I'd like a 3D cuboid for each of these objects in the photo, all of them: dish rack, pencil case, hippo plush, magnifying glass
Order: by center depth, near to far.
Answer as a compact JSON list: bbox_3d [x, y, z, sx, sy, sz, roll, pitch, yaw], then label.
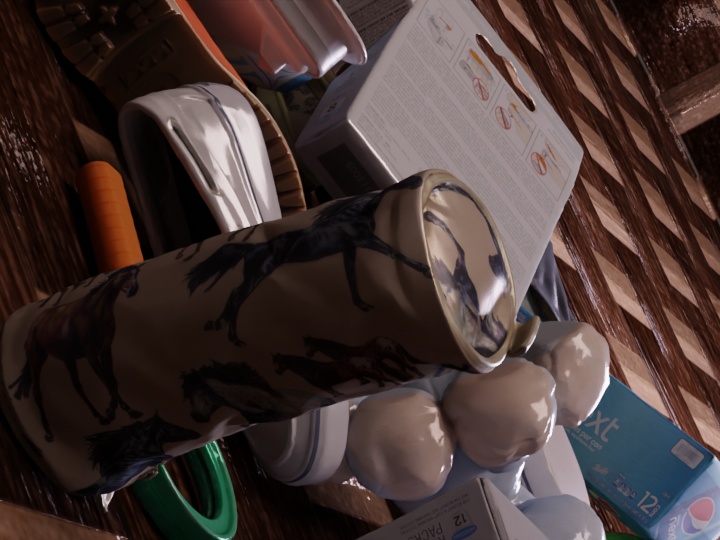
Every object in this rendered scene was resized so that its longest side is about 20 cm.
[{"bbox_3d":[-0.037,0.027,1.041,0.089,0.200,0.078,57,24,-37],"label":"pencil case"},{"bbox_3d":[-0.095,0.036,1.193,0.080,0.022,0.200,43,22,-53],"label":"magnifying glass"},{"bbox_3d":[0.039,0.116,1.363,0.200,0.159,0.161,8,-63,51],"label":"hippo plush"},{"bbox_3d":[-0.093,-0.174,1.430,0.172,0.044,0.200,52,-13,-33],"label":"dish rack"}]

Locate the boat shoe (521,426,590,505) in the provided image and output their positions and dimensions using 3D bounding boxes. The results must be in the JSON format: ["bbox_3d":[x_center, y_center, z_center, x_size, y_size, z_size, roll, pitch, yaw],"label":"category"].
[{"bbox_3d":[0.050,0.078,1.496,0.200,0.093,0.075,65,14,10],"label":"boat shoe"}]

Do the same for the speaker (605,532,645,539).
[{"bbox_3d":[0.165,0.252,1.595,0.088,0.088,0.200,51,17,-40],"label":"speaker"}]

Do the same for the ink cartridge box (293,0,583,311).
[{"bbox_3d":[0.051,-0.071,1.602,0.160,0.047,0.200,51,34,-17],"label":"ink cartridge box"}]

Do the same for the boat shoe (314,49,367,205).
[{"bbox_3d":[0.023,-0.044,1.643,0.072,0.072,0.200,19,43,-35],"label":"boat shoe"}]

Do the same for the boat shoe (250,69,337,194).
[{"bbox_3d":[-0.036,-0.132,1.658,0.073,0.063,0.200,46,20,-48],"label":"boat shoe"}]

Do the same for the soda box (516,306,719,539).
[{"bbox_3d":[0.150,0.103,1.716,0.200,0.064,0.068,40,-5,42],"label":"soda box"}]

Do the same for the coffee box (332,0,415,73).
[{"bbox_3d":[0.029,-0.135,1.870,0.114,0.080,0.200,33,32,-64],"label":"coffee box"}]

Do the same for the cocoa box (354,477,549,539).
[{"bbox_3d":[0.057,0.207,1.169,0.200,0.133,0.131,46,21,-49],"label":"cocoa box"}]

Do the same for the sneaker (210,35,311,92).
[{"bbox_3d":[-0.071,-0.186,1.619,0.072,0.072,0.200,47,22,-48],"label":"sneaker"}]

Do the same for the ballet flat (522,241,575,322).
[{"bbox_3d":[0.122,0.050,1.895,0.073,0.073,0.200,-94,163,-60],"label":"ballet flat"}]

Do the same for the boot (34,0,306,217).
[{"bbox_3d":[-0.086,-0.087,1.370,0.200,0.075,0.107,59,9,-7],"label":"boot"}]

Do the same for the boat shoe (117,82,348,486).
[{"bbox_3d":[-0.067,0.010,1.276,0.065,0.074,0.200,-11,76,-45],"label":"boat shoe"}]
